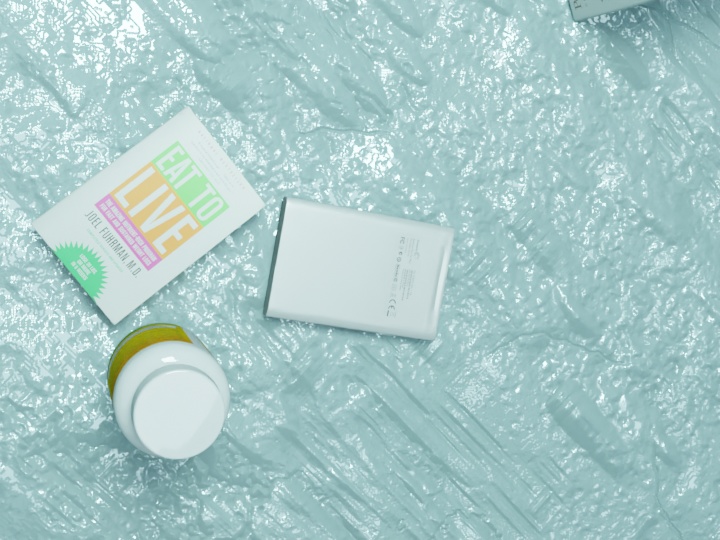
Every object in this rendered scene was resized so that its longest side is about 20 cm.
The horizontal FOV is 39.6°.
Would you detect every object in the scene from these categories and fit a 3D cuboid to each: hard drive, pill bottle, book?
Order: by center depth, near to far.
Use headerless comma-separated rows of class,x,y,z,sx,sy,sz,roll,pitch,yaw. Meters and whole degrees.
pill bottle,-0.189,0.119,0.982,0.111,0.200,0.112,-2,96,-16
book,-0.218,-0.058,1.040,0.200,0.048,0.134,-39,101,-8
hard drive,0.000,0.000,1.117,0.199,0.026,0.132,10,93,-17

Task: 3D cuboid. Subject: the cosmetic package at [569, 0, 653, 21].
cosmetic package,0.327,-0.385,1.085,0.166,0.200,0.168,-22,101,-14
